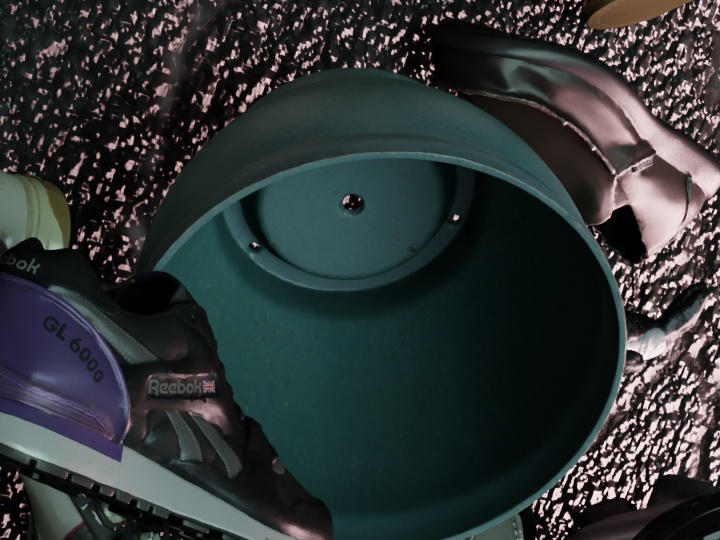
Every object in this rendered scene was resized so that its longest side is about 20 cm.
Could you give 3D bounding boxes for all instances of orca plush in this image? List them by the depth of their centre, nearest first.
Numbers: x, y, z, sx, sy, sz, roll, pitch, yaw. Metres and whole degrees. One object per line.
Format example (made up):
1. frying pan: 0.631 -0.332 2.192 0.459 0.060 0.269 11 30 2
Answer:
1. orca plush: 0.095 0.018 1.139 0.199 0.105 0.072 -12 90 -39

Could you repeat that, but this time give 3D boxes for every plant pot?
1. plant pot: 0.000 0.000 0.988 0.199 0.134 0.201 -3 125 -4

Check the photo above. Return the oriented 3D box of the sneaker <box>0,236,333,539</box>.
1. sneaker: -0.066 0.051 0.888 0.200 0.075 0.088 31 73 -49

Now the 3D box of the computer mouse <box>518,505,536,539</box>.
1. computer mouse: 0.007 0.189 1.149 0.140 0.046 0.201 -4 115 -38

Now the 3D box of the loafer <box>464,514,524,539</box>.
1. loafer: 0.061 0.199 1.096 0.070 0.070 0.201 -9 101 -43

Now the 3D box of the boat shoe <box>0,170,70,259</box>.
1. boat shoe: -0.173 0.053 0.886 0.066 0.074 0.201 20 87 -32

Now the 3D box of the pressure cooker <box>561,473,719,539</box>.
1. pressure cooker: 0.160 0.198 1.182 0.175 0.200 0.179 -31 89 -21

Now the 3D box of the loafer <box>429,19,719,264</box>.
1. loafer: 0.100 -0.054 1.119 0.200 0.073 0.072 28 84 -42

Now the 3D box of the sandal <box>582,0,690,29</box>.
1. sandal: 0.168 -0.168 1.159 0.211 0.077 0.070 -14 83 -44

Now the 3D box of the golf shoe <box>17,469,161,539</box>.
1. golf shoe: -0.113 0.117 0.985 0.088 0.077 0.201 -16 126 14
